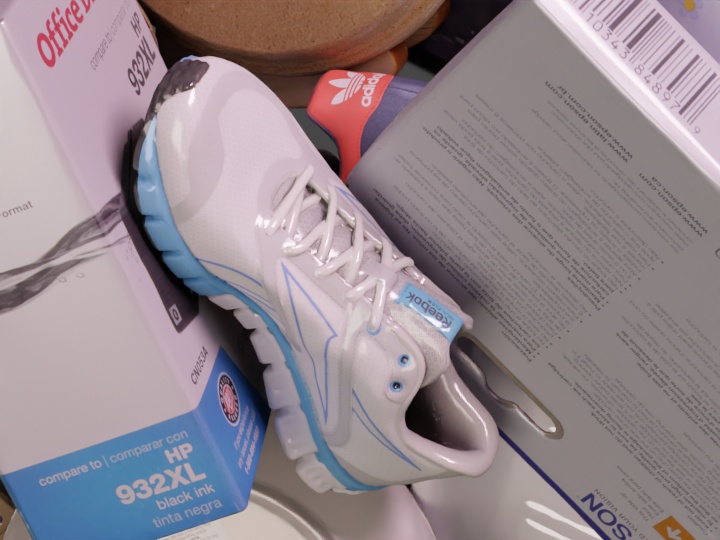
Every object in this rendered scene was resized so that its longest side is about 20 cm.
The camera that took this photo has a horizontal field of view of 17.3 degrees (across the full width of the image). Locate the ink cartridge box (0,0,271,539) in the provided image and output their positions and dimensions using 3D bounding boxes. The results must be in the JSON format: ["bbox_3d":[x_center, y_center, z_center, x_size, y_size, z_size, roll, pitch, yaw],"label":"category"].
[{"bbox_3d":[-0.107,-0.016,0.870,0.084,0.145,0.200,-18,112,15],"label":"ink cartridge box"}]

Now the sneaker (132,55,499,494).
[{"bbox_3d":[-0.006,0.002,0.844,0.087,0.075,0.200,2,136,39],"label":"sneaker"}]

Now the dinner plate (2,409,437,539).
[{"bbox_3d":[-0.059,0.148,0.961,0.200,0.024,0.201,1,93,12],"label":"dinner plate"}]

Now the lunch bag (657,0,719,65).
[{"bbox_3d":[0.187,-0.091,0.811,0.200,0.127,0.170,22,120,29],"label":"lunch bag"}]

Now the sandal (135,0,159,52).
[{"bbox_3d":[-0.157,-0.129,0.960,0.200,0.054,0.080,29,133,22],"label":"sandal"}]

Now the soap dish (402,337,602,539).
[{"bbox_3d":[0.101,0.087,0.958,0.157,0.081,0.200,24,120,15],"label":"soap dish"}]

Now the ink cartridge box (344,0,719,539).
[{"bbox_3d":[0.093,0.006,0.830,0.200,0.041,0.200,45,147,-2],"label":"ink cartridge box"}]

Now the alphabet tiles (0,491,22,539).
[{"bbox_3d":[-0.139,0.153,1.026,0.200,0.008,0.167,-40,124,6],"label":"alphabet tiles"}]

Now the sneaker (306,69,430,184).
[{"bbox_3d":[0.000,0.000,0.960,0.084,0.075,0.200,19,129,9],"label":"sneaker"}]

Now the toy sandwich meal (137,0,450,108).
[{"bbox_3d":[-0.028,-0.163,0.921,0.205,0.070,0.206,9,113,21],"label":"toy sandwich meal"}]

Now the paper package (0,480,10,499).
[{"bbox_3d":[-0.186,0.007,1.052,0.190,0.103,0.200,10,117,22],"label":"paper package"}]
